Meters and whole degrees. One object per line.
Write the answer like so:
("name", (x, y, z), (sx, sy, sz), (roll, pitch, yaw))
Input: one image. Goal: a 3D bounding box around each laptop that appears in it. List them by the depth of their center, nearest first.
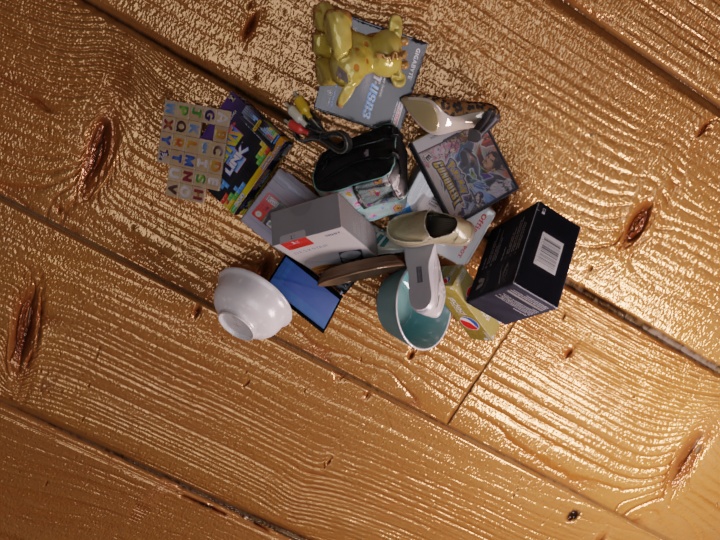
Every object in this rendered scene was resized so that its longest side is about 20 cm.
("laptop", (-0.089, 0.001, 1.366), (0.177, 0.104, 0.200), (38, 105, -13))

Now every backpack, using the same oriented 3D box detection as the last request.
("backpack", (0.004, -0.199, 1.261), (0.197, 0.178, 0.154), (-10, 140, 15))

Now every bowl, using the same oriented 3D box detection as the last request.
("bowl", (-0.261, 0.095, 1.349), (0.198, 0.091, 0.203), (19, 144, 15))
("bowl", (0.111, 0.079, 1.366), (0.104, 0.200, 0.203), (-3, 116, 45))

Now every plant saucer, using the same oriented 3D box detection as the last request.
("plant saucer", (0.000, 0.000, 1.285), (0.197, 0.200, 0.030), (-14, 85, 4))

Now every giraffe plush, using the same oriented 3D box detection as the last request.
("giraffe plush", (0.009, -0.426, 1.151), (0.160, 0.201, 0.174), (-16, 143, -19))

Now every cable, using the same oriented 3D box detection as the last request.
("cable", (-0.098, -0.289, 1.244), (0.050, 0.200, 0.098), (-10, 136, -40))

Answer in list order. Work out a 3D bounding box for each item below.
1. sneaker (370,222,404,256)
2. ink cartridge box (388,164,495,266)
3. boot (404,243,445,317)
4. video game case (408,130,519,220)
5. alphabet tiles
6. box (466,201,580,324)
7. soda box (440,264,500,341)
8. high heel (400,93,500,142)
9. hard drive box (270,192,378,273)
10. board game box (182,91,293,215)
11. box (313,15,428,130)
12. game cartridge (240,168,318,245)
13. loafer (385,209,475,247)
("sneaker", (0.037, -0.078, 1.357), (0.196, 0.070, 0.095), (-6, 90, -7))
("ink cartridge box", (0.182, -0.123, 1.335), (0.198, 0.085, 0.146), (27, 107, -8))
("boot", (0.144, 0.002, 1.291), (0.072, 0.095, 0.204), (-4, 73, 26))
("video game case", (0.223, -0.222, 1.272), (0.179, 0.025, 0.202), (-29, 91, -14))
("alphabet tiles", (-0.365, -0.254, 1.275), (0.164, 0.008, 0.204), (13, 98, 16))
("box", (0.347, -0.010, 1.276), (0.116, 0.200, 0.199), (28, 69, -10))
("soda box", (0.249, 0.077, 1.378), (0.201, 0.067, 0.064), (50, 58, -28))
("high heel", (0.193, -0.341, 1.252), (0.198, 0.143, 0.072), (29, 136, 16))
("hard drive box", (-0.070, -0.071, 1.225), (0.153, 0.200, 0.078), (-14, 68, 21))
("board game box", (-0.265, -0.250, 1.277), (0.165, 0.057, 0.201), (41, 105, 7))
("box", (0.020, -0.412, 1.255), (0.195, 0.050, 0.203), (18, 108, -5))
("game cartridge", (-0.172, -0.124, 1.306), (0.132, 0.041, 0.200), (35, 139, -14))
("loafer", (0.137, -0.093, 1.230), (0.197, 0.068, 0.077), (1, 69, 29))
